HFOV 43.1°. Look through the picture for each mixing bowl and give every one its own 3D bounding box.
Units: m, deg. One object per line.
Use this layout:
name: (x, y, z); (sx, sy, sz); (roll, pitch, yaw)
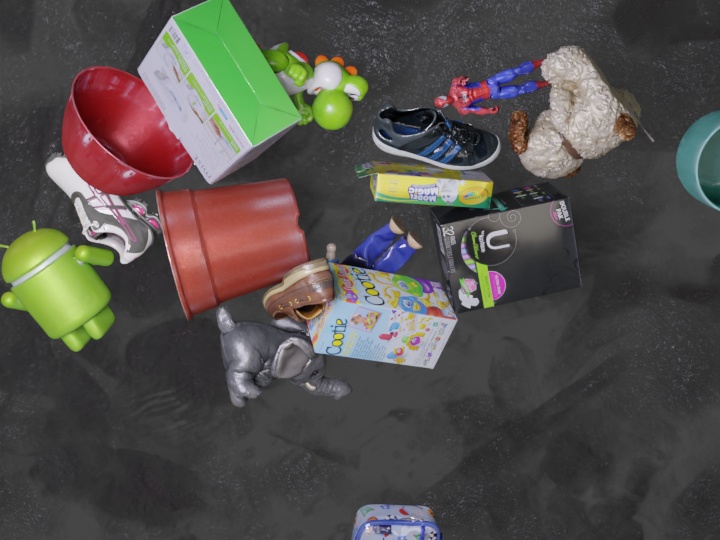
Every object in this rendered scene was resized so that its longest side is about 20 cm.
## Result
mixing bowl: (-0.352, -0.182, 1.316); (0.200, 0.200, 0.108); (42, 121, -14)

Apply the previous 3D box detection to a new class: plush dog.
plush dog: (0.314, -0.201, 1.345); (0.200, 0.161, 0.172); (29, 127, -36)

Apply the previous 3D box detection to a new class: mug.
mug: (0.581, -0.171, 1.399); (0.184, 0.114, 0.153); (0, 106, -4)

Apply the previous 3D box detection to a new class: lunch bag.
lunch bag: (0.061, 0.502, 1.590); (0.160, 0.076, 0.201); (5, 107, -7)

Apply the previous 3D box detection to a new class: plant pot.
plant pot: (-0.185, -0.046, 1.360); (0.195, 0.201, 0.201); (-14, 107, -7)

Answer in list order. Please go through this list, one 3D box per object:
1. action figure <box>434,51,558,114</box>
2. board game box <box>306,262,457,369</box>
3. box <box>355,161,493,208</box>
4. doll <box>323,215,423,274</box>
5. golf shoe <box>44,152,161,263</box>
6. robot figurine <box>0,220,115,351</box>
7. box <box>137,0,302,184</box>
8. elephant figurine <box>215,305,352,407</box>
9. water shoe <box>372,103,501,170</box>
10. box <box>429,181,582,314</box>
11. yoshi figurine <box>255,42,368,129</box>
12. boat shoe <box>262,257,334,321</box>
action figure: (0.209, -0.273, 1.359); (0.199, 0.099, 0.065); (-15, 106, 4)
board game box: (0.029, 0.070, 1.409); (0.199, 0.103, 0.105); (10, 122, -22)
box: (0.091, -0.131, 1.381); (0.199, 0.117, 0.049); (6, 105, -4)
doll: (0.000, 0.000, 1.449); (0.136, 0.048, 0.200); (39, 107, -22)
golf shoe: (-0.396, -0.097, 1.367); (0.200, 0.088, 0.077); (38, 144, -11)
robot figurine: (-0.463, 0.023, 1.394); (0.175, 0.116, 0.200); (-29, 106, 18)
box: (-0.203, -0.246, 1.273); (0.097, 0.176, 0.200); (-35, 95, -30)
elephant figurine: (-0.118, 0.134, 1.457); (0.199, 0.155, 0.142); (-10, 64, -11)
water shoe: (0.118, -0.202, 1.370); (0.199, 0.079, 0.072); (5, 66, -4)
box: (0.223, -0.038, 1.412); (0.199, 0.124, 0.149); (-12, 107, -1)
yoshi figurine: (-0.089, -0.264, 1.341); (0.199, 0.112, 0.112); (10, 113, -8)
boat shoe: (-0.091, 0.044, 1.345); (0.072, 0.200, 0.068); (-18, 80, -27)
